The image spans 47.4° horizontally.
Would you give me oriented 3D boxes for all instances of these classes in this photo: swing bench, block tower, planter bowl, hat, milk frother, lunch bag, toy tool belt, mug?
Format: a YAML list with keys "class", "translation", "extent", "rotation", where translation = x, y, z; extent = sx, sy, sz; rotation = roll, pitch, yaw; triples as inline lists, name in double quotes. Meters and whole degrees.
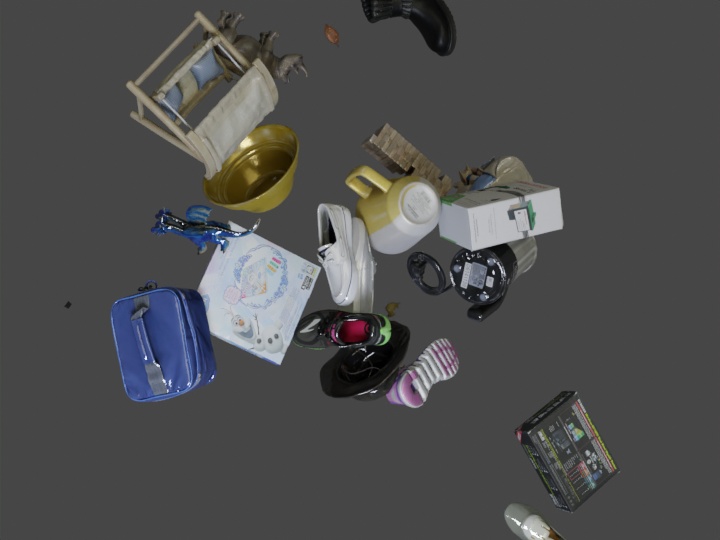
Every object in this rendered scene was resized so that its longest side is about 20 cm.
- class: "swing bench"
  translation: [-0.278, -0.311, 1.472]
  extent: [0.199, 0.130, 0.200]
  rotation: [38, 71, 0]
- class: "block tower"
  translation: [0.097, -0.214, 1.661]
  extent: [0.199, 0.054, 0.058]
  rotation: [38, 72, -13]
- class: "planter bowl"
  translation: [-0.185, -0.168, 1.510]
  extent: [0.201, 0.199, 0.084]
  rotation: [-50, 137, -18]
- class: "hat"
  translation: [0.024, 0.188, 1.537]
  extent: [0.200, 0.200, 0.081]
  rotation: [-43, 118, -19]
- class: "milk frother"
  translation: [0.223, -0.019, 1.652]
  extent: [0.199, 0.182, 0.188]
  rotation: [37, 32, 16]
- class: "lunch bag"
  translation: [-0.337, 0.116, 1.395]
  extent: [0.134, 0.132, 0.203]
  rotation: [-14, 88, 8]
- class: "toy tool belt"
  translation: [0.249, -0.159, 1.695]
  extent: [0.199, 0.123, 0.126]
  rotation: [-38, 112, -8]
- class: "mug"
  translation: [0.067, -0.117, 1.586]
  extent: [0.184, 0.153, 0.152]
  rotation: [4, 83, -19]

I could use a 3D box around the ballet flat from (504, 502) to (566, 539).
- class: "ballet flat"
  translation: [0.380, 0.545, 1.678]
  extent: [0.200, 0.064, 0.068]
  rotation: [42, 72, -11]

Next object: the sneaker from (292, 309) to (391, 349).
- class: "sneaker"
  translation: [-0.043, 0.107, 1.518]
  extent: [0.197, 0.084, 0.078]
  rotation: [-7, 83, 24]

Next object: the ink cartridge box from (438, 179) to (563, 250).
- class: "ink cartridge box"
  translation: [0.265, -0.109, 1.567]
  extent: [0.197, 0.146, 0.086]
  rotation: [-14, 107, -17]

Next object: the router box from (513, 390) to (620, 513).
- class: "router box"
  translation: [0.433, 0.377, 1.716]
  extent: [0.149, 0.062, 0.202]
  rotation: [-31, 95, -20]

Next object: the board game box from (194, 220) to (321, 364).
- class: "board game box"
  translation: [-0.201, 0.043, 1.526]
  extent: [0.197, 0.043, 0.202]
  rotation: [27, 76, -16]

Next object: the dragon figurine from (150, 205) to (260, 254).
- class: "dragon figurine"
  translation: [-0.281, -0.076, 1.457]
  extent: [0.099, 0.197, 0.060]
  rotation: [40, 55, -52]

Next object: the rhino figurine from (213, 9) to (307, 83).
- class: "rhino figurine"
  translation: [-0.190, -0.417, 1.572]
  extent: [0.198, 0.060, 0.089]
  rotation: [23, 87, -19]

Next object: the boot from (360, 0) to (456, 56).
- class: "boot"
  translation: [0.093, -0.525, 1.678]
  extent: [0.156, 0.079, 0.214]
  rotation: [-19, 80, -28]

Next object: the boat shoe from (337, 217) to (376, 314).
- class: "boat shoe"
  translation: [0.000, 0.000, 1.597]
  extent: [0.068, 0.072, 0.203]
  rotation: [8, 74, -40]

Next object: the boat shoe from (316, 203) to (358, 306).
- class: "boat shoe"
  translation: [-0.054, -0.031, 1.561]
  extent: [0.065, 0.073, 0.203]
  rotation: [11, 62, -41]

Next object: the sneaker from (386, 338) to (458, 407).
- class: "sneaker"
  translation: [0.116, 0.202, 1.613]
  extent: [0.199, 0.088, 0.081]
  rotation: [-34, 96, -43]
